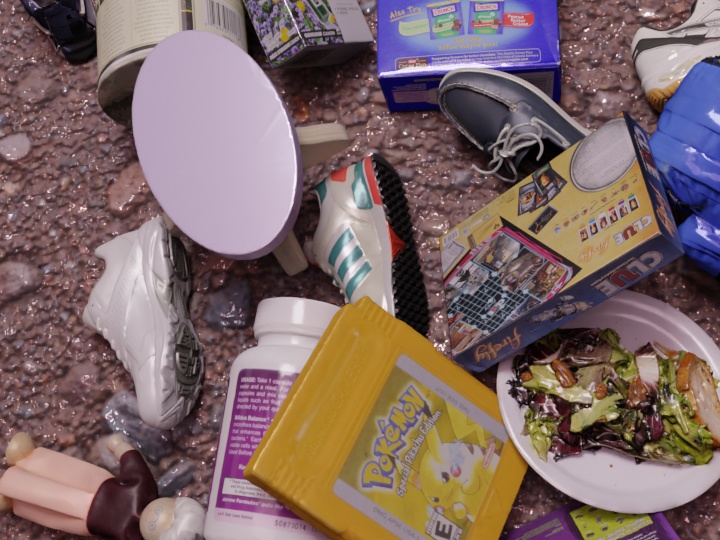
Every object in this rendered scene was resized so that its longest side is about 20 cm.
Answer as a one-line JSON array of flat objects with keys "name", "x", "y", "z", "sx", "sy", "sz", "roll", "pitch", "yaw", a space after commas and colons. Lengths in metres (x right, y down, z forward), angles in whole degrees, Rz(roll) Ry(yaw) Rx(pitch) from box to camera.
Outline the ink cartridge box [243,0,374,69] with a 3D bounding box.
[{"name": "ink cartridge box", "x": -0.072, "y": -0.294, "z": 0.927, "sx": 0.050, "sy": 0.109, "sz": 0.201, "roll": -25, "pitch": 87, "yaw": 39}]

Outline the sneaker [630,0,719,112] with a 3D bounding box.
[{"name": "sneaker", "x": 0.343, "y": -0.221, "z": 0.887, "sx": 0.199, "sy": 0.076, "sz": 0.088, "roll": -21, "pitch": 67, "yaw": -1}]

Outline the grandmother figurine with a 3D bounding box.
[{"name": "grandmother figurine", "x": -0.217, "y": 0.200, "z": 0.820, "sx": 0.199, "sy": 0.061, "sz": 0.122, "roll": 8, "pitch": 80, "yaw": 22}]

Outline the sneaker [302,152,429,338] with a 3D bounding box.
[{"name": "sneaker", "x": 0.000, "y": -0.001, "z": 0.876, "sx": 0.093, "sy": 0.070, "sz": 0.201, "roll": -17, "pitch": 72, "yaw": 26}]

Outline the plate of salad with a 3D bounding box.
[{"name": "plate of salad", "x": 0.211, "y": 0.096, "z": 0.791, "sx": 0.199, "sy": 0.048, "sz": 0.201, "roll": 0, "pitch": 59, "yaw": 0}]

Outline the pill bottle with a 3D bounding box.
[{"name": "pill bottle", "x": -0.059, "y": 0.129, "z": 0.803, "sx": 0.111, "sy": 0.112, "sz": 0.201, "roll": 5, "pitch": 74, "yaw": 10}]

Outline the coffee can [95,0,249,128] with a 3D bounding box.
[{"name": "coffee can", "x": -0.182, "y": -0.253, "z": 0.940, "sx": 0.145, "sy": 0.146, "sz": 0.201, "roll": -9, "pitch": 70, "yaw": 6}]

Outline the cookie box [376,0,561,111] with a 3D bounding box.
[{"name": "cookie box", "x": 0.104, "y": -0.262, "z": 0.937, "sx": 0.170, "sy": 0.075, "sz": 0.201, "roll": -2, "pitch": 71, "yaw": 9}]

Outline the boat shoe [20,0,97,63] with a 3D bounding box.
[{"name": "boat shoe", "x": -0.333, "y": -0.319, "z": 1.015, "sx": 0.074, "sy": 0.093, "sz": 0.201, "roll": -32, "pitch": 69, "yaw": -3}]

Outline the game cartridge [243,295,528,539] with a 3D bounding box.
[{"name": "game cartridge", "x": 0.033, "y": 0.139, "z": 0.758, "sx": 0.200, "sy": 0.032, "sz": 0.177, "roll": 37, "pitch": 58, "yaw": -12}]

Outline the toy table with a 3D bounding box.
[{"name": "toy table", "x": -0.104, "y": -0.094, "z": 0.833, "sx": 0.183, "sy": 0.117, "sz": 0.201, "roll": -16, "pitch": 75, "yaw": 9}]

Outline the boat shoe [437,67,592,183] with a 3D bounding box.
[{"name": "boat shoe", "x": 0.150, "y": -0.107, "z": 0.861, "sx": 0.199, "sy": 0.075, "sz": 0.062, "roll": 36, "pitch": 47, "yaw": 0}]

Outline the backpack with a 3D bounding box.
[{"name": "backpack", "x": 0.325, "y": -0.071, "z": 0.791, "sx": 0.200, "sy": 0.162, "sz": 0.168, "roll": 37, "pitch": 100, "yaw": 17}]

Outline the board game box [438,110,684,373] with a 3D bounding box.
[{"name": "board game box", "x": 0.152, "y": -0.020, "z": 0.788, "sx": 0.200, "sy": 0.035, "sz": 0.136, "roll": -35, "pitch": 39, "yaw": 32}]

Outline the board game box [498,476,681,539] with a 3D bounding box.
[{"name": "board game box", "x": 0.149, "y": 0.242, "z": 0.744, "sx": 0.199, "sy": 0.032, "sz": 0.120, "roll": -25, "pitch": 27, "yaw": 0}]

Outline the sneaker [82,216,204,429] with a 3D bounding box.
[{"name": "sneaker", "x": -0.200, "y": 0.054, "z": 0.881, "sx": 0.099, "sy": 0.078, "sz": 0.201, "roll": -16, "pitch": 60, "yaw": 10}]
